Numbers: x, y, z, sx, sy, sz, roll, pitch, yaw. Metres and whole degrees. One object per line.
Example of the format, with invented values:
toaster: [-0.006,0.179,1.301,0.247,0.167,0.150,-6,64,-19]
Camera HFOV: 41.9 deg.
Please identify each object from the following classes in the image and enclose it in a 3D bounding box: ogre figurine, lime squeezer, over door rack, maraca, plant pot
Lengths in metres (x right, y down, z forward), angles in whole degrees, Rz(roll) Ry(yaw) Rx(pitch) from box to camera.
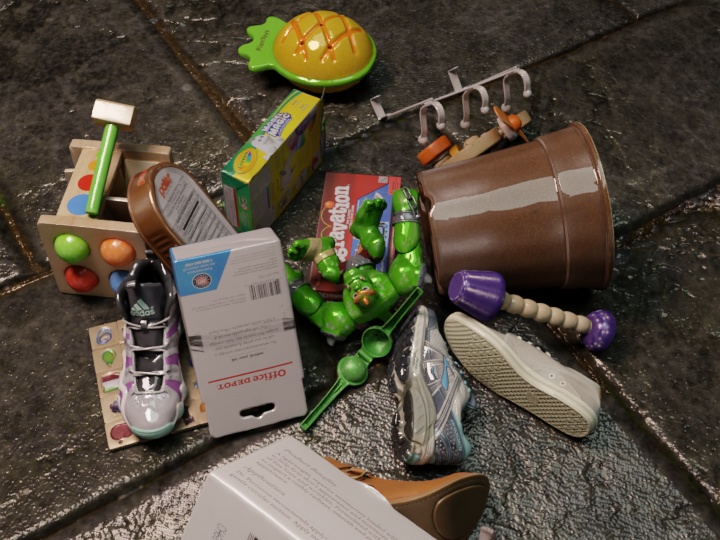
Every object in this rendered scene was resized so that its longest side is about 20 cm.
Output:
ogre figurine: [0.000,0.000,1.082,0.199,0.098,0.120,-26,69,-8]
lime squeezer: [0.005,0.101,1.051,0.038,0.071,0.200,41,90,-12]
over door rack: [0.124,-0.227,1.285,0.147,0.067,0.200,-22,19,-18]
maraca: [-0.075,-0.318,1.358,0.198,0.107,0.138,10,52,7]
plant pot: [0.174,-0.058,1.107,0.196,0.201,0.201,-11,51,0]

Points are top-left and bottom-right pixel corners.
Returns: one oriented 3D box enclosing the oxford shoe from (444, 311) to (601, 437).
oxford shoe: [0.180,0.107,1.040,0.199,0.075,0.058,33,55,18]

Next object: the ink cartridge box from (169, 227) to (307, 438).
ink cartridge box: [-0.130,0.067,1.018,0.115,0.202,0.068,-12,17,-13]

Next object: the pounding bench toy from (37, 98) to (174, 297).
pounding bench toy: [-0.296,-0.078,1.098,0.123,0.201,0.157,5,50,3]

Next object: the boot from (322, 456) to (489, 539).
boot: [0.021,0.224,0.944,0.199,0.074,0.154,-7,17,-42]

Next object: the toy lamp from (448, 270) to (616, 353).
toy lamp: [0.190,0.045,1.052,0.199,0.058,0.059,19,47,-22]

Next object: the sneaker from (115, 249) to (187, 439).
sneaker: [-0.232,0.067,1.010,0.077,0.140,0.201,-6,50,-6]

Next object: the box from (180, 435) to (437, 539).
box: [-0.053,0.284,0.790,0.198,0.201,0.130,31,18,23]

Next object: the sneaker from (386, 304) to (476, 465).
sneaker: [0.080,0.129,1.033,0.086,0.078,0.201,16,48,-15]

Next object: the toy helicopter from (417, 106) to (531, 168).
toy helicopter: [0.176,-0.178,1.247,0.079,0.132,0.200,53,45,1]

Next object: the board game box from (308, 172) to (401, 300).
board game box: [-0.005,-0.045,1.195,0.102,0.020,0.201,3,51,3]

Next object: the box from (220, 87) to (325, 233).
box: [-0.104,-0.143,1.209,0.048,0.118,0.200,25,54,17]

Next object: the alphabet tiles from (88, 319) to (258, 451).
alphabet tiles: [-0.200,0.108,1.074,0.198,0.008,0.168,-13,52,-12]

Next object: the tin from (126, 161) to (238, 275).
tin: [-0.185,-0.035,1.073,0.042,0.200,0.112,-26,28,22]

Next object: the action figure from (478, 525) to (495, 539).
action figure: [0.134,0.361,0.834,0.200,0.105,0.194,38,63,-6]
